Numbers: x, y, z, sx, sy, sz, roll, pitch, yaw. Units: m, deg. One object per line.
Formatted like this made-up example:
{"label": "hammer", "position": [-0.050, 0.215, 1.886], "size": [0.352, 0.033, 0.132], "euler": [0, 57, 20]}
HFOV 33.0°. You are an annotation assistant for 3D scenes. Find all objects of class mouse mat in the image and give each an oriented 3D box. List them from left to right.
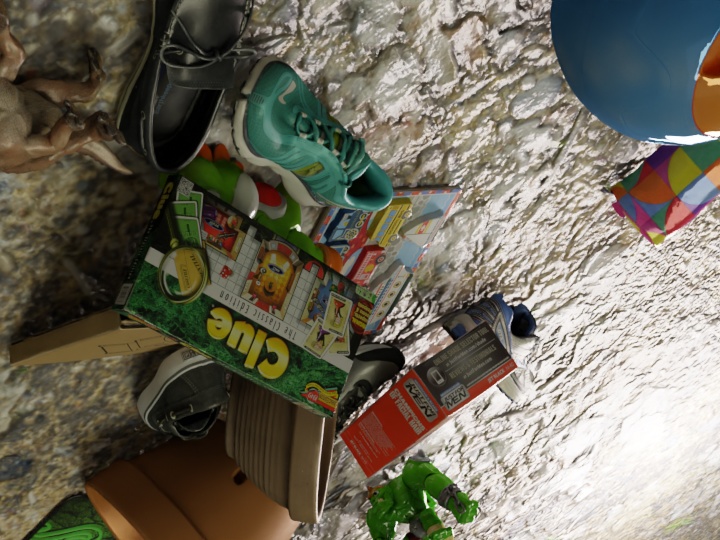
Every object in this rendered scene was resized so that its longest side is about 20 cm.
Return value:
{"label": "mouse mat", "position": [-0.284, 0.296, 1.302], "size": [0.161, 0.008, 0.199], "euler": [-44, 146, 16]}

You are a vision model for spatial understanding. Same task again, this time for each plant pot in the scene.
{"label": "plant pot", "position": [-0.153, 0.242, 1.189], "size": [0.140, 0.200, 0.201], "euler": [-38, 152, -22]}
{"label": "plant pot", "position": [-0.069, 0.123, 1.105], "size": [0.092, 0.202, 0.202], "euler": [7, 142, 2]}

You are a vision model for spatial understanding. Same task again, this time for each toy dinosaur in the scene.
{"label": "toy dinosaur", "position": [-0.233, -0.087, 0.771], "size": [0.135, 0.086, 0.200], "euler": [-30, 166, 15]}

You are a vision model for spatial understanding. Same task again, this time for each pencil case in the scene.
{"label": "pencil case", "position": [0.347, -0.114, 1.252], "size": [0.200, 0.089, 0.088], "euler": [-41, 148, 15]}

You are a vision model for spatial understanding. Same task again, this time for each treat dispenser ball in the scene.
{"label": "treat dispenser ball", "position": [0.246, -0.197, 0.932], "size": [0.200, 0.201, 0.202], "euler": [-23, 147, -16]}

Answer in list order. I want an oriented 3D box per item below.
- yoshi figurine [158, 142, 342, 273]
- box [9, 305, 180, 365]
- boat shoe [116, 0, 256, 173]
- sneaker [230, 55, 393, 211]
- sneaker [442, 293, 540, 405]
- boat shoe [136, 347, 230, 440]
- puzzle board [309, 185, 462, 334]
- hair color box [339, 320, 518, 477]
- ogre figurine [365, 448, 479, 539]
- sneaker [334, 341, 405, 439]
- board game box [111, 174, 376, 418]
{"label": "yoshi figurine", "position": [-0.099, -0.015, 0.960], "size": [0.112, 0.113, 0.200], "euler": [-33, 146, 13]}
{"label": "box", "position": [-0.163, 0.047, 0.960], "size": [0.162, 0.021, 0.199], "euler": [-3, 171, -38]}
{"label": "boat shoe", "position": [-0.108, -0.149, 0.812], "size": [0.074, 0.062, 0.201], "euler": [-1, 134, -38]}
{"label": "sneaker", "position": [-0.032, -0.098, 0.915], "size": [0.078, 0.079, 0.200], "euler": [-67, 153, -8]}
{"label": "sneaker", "position": [0.169, 0.086, 1.365], "size": [0.085, 0.077, 0.200], "euler": [-41, 148, 4]}
{"label": "boat shoe", "position": [-0.156, 0.121, 1.086], "size": [0.068, 0.057, 0.200], "euler": [-17, 164, -20]}
{"label": "puzzle board", "position": [0.000, 0.000, 1.150], "size": [0.150, 0.017, 0.201], "euler": [-5, 139, -38]}
{"label": "hair color box", "position": [0.068, 0.139, 1.279], "size": [0.110, 0.064, 0.200], "euler": [-30, 168, -33]}
{"label": "ogre figurine", "position": [0.065, 0.317, 1.535], "size": [0.097, 0.120, 0.201], "euler": [-11, 141, -24]}
{"label": "sneaker", "position": [-0.035, 0.146, 1.256], "size": [0.199, 0.080, 0.074], "euler": [-33, 147, -4]}
{"label": "board game box", "position": [-0.078, 0.023, 0.889], "size": [0.199, 0.023, 0.106], "euler": [31, 74, -35]}
